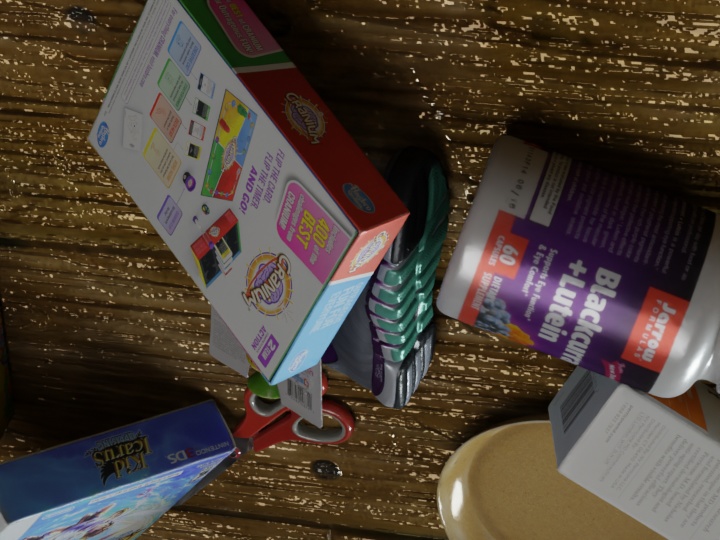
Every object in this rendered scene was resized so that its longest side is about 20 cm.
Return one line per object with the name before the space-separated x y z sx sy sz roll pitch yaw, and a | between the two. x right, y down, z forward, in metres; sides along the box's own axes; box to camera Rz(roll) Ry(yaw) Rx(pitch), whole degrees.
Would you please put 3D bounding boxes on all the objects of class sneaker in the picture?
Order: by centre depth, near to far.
sneaker | 0.000 0.000 1.480 0.087 0.074 0.201 21 135 17

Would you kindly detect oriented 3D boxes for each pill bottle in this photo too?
pill bottle | 0.153 0.007 1.390 0.199 0.112 0.112 21 137 3

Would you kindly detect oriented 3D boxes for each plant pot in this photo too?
plant pot | 0.150 0.162 1.604 0.199 0.028 0.201 12 135 12

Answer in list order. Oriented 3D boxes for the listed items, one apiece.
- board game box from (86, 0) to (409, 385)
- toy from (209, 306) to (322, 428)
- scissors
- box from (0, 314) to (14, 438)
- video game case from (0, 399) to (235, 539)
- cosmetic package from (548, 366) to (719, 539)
board game box | -0.070 -0.056 1.400 0.200 0.040 0.153 53 140 18
toy | -0.046 -0.017 1.468 0.115 0.047 0.201 31 128 42
scissors | -0.085 0.114 1.668 0.199 0.014 0.073 -24 122 39
box | -0.357 0.054 1.642 0.199 0.122 0.193 13 136 12
video game case | -0.209 0.167 1.646 0.181 0.199 0.046 -41 71 44
cosmetic package | 0.217 0.127 1.474 0.199 0.102 0.071 32 107 -11
